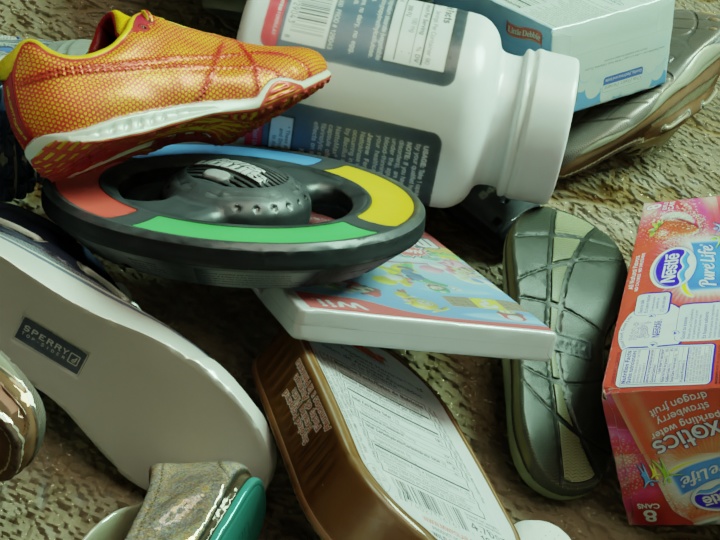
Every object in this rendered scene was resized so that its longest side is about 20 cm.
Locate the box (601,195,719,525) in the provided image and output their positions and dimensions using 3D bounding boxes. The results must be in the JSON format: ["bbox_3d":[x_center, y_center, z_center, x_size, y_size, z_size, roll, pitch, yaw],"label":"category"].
[{"bbox_3d":[0.204,0.045,0.836,0.099,0.096,0.200,-4,31,21],"label":"box"}]

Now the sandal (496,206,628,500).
[{"bbox_3d":[0.106,0.043,0.850,0.079,0.057,0.202,22,51,-13],"label":"sandal"}]

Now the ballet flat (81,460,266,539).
[{"bbox_3d":[-0.102,0.147,0.607,0.067,0.069,0.200,11,29,14],"label":"ballet flat"}]

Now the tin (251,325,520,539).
[{"bbox_3d":[0.012,0.088,0.701,0.112,0.042,0.200,34,15,-31],"label":"tin"}]

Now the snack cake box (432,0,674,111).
[{"bbox_3d":[0.110,-0.182,1.047,0.114,0.068,0.200,-20,36,-29],"label":"snack cake box"}]

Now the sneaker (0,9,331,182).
[{"bbox_3d":[-0.091,-0.102,0.755,0.199,0.073,0.078,-15,81,-47],"label":"sneaker"}]

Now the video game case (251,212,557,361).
[{"bbox_3d":[0.000,0.000,0.800,0.142,0.018,0.200,7,17,-23],"label":"video game case"}]

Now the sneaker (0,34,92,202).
[{"bbox_3d":[-0.204,-0.089,0.799,0.084,0.078,0.200,11,13,5],"label":"sneaker"}]

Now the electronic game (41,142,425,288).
[{"bbox_3d":[-0.065,-0.036,0.766,0.198,0.042,0.200,6,18,-2],"label":"electronic game"}]

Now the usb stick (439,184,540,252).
[{"bbox_3d":[0.035,-0.082,0.972,0.200,0.033,0.055,41,39,19],"label":"usb stick"}]

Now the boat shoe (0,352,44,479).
[{"bbox_3d":[-0.233,0.050,0.620,0.198,0.076,0.072,17,34,5],"label":"boat shoe"}]

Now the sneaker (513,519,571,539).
[{"bbox_3d":[0.096,0.164,0.649,0.067,0.108,0.202,21,37,-5],"label":"sneaker"}]

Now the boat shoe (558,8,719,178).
[{"bbox_3d":[0.201,-0.116,1.069,0.199,0.072,0.076,-35,42,-26],"label":"boat shoe"}]

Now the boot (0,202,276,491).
[{"bbox_3d":[-0.120,0.034,0.720,0.199,0.073,0.090,37,17,-4],"label":"boot"}]

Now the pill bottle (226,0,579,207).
[{"bbox_3d":[0.025,-0.103,0.892,0.198,0.120,0.120,13,37,2],"label":"pill bottle"}]

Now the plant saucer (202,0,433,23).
[{"bbox_3d":[-0.050,-0.188,0.995,0.198,0.051,0.200,13,4,-1],"label":"plant saucer"}]
